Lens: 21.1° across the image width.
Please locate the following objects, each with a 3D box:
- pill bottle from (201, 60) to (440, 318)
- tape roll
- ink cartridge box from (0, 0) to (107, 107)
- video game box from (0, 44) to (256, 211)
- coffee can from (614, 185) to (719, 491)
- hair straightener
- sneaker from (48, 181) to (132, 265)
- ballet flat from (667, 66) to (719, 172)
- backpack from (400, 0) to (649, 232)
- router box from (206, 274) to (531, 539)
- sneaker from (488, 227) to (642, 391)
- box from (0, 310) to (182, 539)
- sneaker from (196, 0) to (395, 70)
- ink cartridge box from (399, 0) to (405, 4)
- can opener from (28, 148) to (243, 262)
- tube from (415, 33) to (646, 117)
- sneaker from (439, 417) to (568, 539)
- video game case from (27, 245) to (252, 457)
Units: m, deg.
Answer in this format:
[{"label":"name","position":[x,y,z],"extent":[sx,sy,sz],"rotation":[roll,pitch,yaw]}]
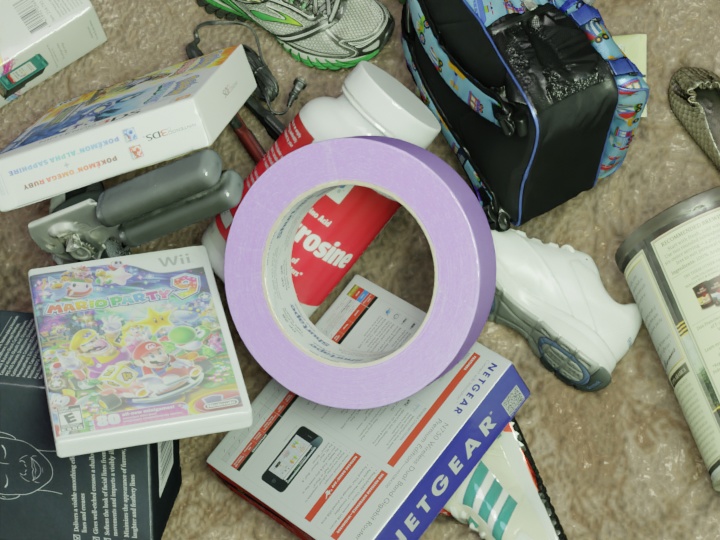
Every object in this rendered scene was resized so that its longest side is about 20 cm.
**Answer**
[{"label":"pill bottle","position":[-0.029,-0.064,1.554],"extent":[0.112,0.112,0.200],"rotation":[44,105,17]},{"label":"tape roll","position":[0.000,0.000,1.460],"extent":[0.198,0.066,0.202],"rotation":[1,95,15]},{"label":"ink cartridge box","position":[-0.337,-0.204,1.686],"extent":[0.199,0.067,0.117],"rotation":[-33,71,-7]},{"label":"video game box","position":[-0.189,-0.118,1.565],"extent":[0.180,0.200,0.047],"rotation":[-14,106,12]},{"label":"coffee can","position":[0.302,0.051,1.508],"extent":[0.145,0.147,0.202],"rotation":[-20,71,-3]},{"label":"hair straightener","position":[-0.082,-0.143,1.667],"extent":[0.077,0.041,0.201],"rotation":[-34,67,-8]},{"label":"sneaker","position":[-0.186,0.000,1.585],"extent":[0.113,0.075,0.202],"rotation":[-16,74,22]},{"label":"ballet flat","position":[0.327,-0.095,1.609],"extent":[0.067,0.046,0.201],"rotation":[-35,72,-7]},{"label":"backpack","position":[0.119,-0.162,1.546],"extent":[0.134,0.183,0.201],"rotation":[-25,64,-15]},{"label":"router box","position":[0.004,0.123,1.520],"extent":[0.179,0.049,0.200],"rotation":[30,74,39]},{"label":"sneaker","position":[0.142,0.010,1.584],"extent":[0.200,0.075,0.087],"rotation":[41,66,9]},{"label":"box","position":[-0.246,0.124,1.508],"extent":[0.198,0.150,0.107],"rotation":[5,29,6]},{"label":"sneaker","position":[-0.065,-0.236,1.668],"extent":[0.198,0.085,0.079],"rotation":[21,73,10]},{"label":"ink cartridge box","position":[0.032,-0.342,1.697],"extent":[0.200,0.088,0.145],"rotation":[42,79,18]},{"label":"can opener","position":[-0.175,-0.057,1.503],"extent":[0.199,0.053,0.067],"rotation":[-19,44,32]},{"label":"tube","position":[0.146,-0.169,1.652],"extent":[0.198,0.052,0.059],"rotation":[1,112,1]},{"label":"sneaker","position":[0.102,0.188,1.522],"extent":[0.093,0.070,0.201],"rotation":[-24,68,5]},{"label":"video game case","position":[-0.168,0.056,1.449],"extent":[0.142,0.018,0.201],"rotation":[-9,39,-10]}]
